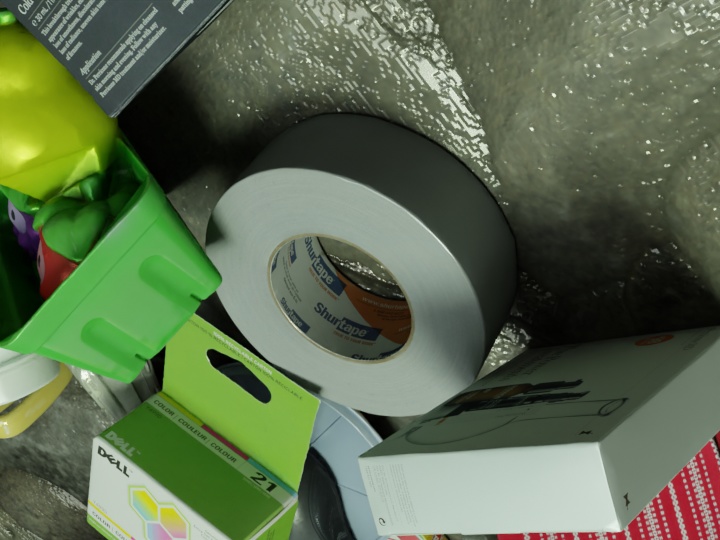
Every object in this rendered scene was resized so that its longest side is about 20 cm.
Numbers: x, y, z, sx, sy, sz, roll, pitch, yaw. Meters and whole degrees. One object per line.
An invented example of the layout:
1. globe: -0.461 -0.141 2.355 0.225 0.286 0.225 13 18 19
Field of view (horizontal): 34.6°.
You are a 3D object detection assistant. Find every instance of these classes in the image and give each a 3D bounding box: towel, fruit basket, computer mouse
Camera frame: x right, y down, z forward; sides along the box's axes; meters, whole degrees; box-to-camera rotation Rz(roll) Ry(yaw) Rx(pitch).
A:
1. towel: 0.167 0.175 0.771 0.200 0.022 0.145 -28 68 46
2. fruit basket: -0.197 -0.054 0.731 0.216 0.156 0.216 43 -178 -2
3. computer mouse: -0.046 0.222 0.940 0.138 0.053 0.201 -3 123 35

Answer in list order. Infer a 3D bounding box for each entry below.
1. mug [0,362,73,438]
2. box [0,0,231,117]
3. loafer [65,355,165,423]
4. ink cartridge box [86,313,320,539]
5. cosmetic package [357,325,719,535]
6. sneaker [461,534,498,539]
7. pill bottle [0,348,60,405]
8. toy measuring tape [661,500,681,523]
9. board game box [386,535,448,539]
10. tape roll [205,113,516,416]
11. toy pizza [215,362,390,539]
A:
1. mug: -0.363 0.084 1.000 0.186 0.153 0.150 -23 113 43
2. box: -0.125 -0.217 0.612 0.182 0.104 0.200 46 137 -13
3. loafer: -0.176 0.107 0.964 0.070 0.070 0.200 41 164 35
4. ink cartridge box: -0.122 0.143 0.853 0.147 0.076 0.201 32 132 21
5. cosmetic package: 0.117 0.088 0.659 0.150 0.200 0.052 -9 99 38
6. sneaker: 0.171 0.232 0.858 0.199 0.100 0.075 26 -178 23
7. pill bottle: -0.300 -0.001 0.879 0.111 0.111 0.201 -6 107 36
8. toy measuring tape: 0.264 0.206 0.740 0.200 0.073 0.074 47 146 32
9. board game box: 0.002 0.258 1.017 0.199 0.030 0.096 -14 118 43
10. tape roll: 0.000 0.000 0.755 0.199 0.066 0.201 18 136 18
11. toy pizza: -0.050 0.149 0.944 0.199 0.032 0.201 18 133 20
